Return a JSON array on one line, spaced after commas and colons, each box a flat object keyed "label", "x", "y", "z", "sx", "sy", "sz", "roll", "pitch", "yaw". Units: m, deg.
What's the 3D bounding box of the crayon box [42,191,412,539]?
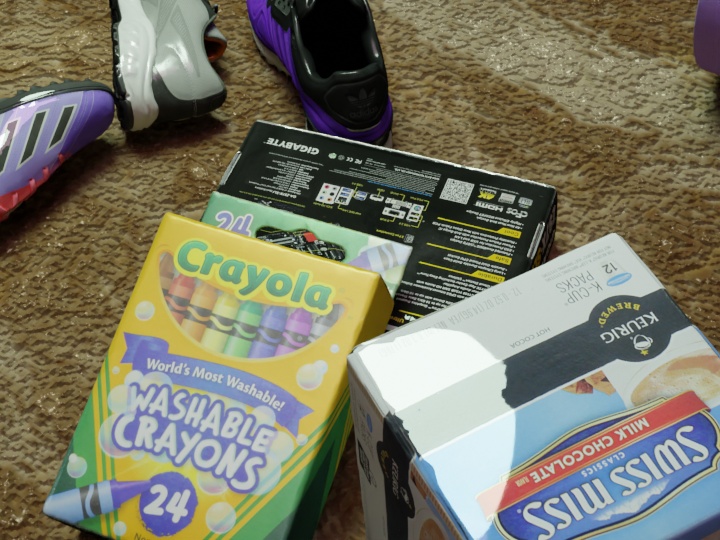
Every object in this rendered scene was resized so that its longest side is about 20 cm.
[{"label": "crayon box", "x": -0.065, "y": 0.054, "z": 0.680, "sx": 0.125, "sy": 0.052, "sz": 0.201, "roll": 16, "pitch": 74, "yaw": 16}]

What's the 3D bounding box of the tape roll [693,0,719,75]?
[{"label": "tape roll", "x": 0.280, "y": -0.211, "z": 0.821, "sx": 0.065, "sy": 0.201, "sz": 0.200, "roll": 24, "pitch": 56, "yaw": 23}]

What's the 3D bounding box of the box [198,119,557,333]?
[{"label": "box", "x": 0.000, "y": 0.000, "z": 0.766, "sx": 0.199, "sy": 0.049, "sz": 0.160, "roll": 13, "pitch": 55, "yaw": 14}]

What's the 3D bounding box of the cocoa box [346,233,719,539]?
[{"label": "cocoa box", "x": 0.084, "y": 0.112, "z": 0.568, "sx": 0.133, "sy": 0.201, "sz": 0.131, "roll": -22, "pitch": 53, "yaw": -15}]

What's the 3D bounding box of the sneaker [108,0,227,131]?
[{"label": "sneaker", "x": -0.136, "y": -0.178, "z": 0.915, "sx": 0.079, "sy": 0.074, "sz": 0.201, "roll": -4, "pitch": 56, "yaw": -11}]

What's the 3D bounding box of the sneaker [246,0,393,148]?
[{"label": "sneaker", "x": -0.025, "y": -0.163, "z": 0.866, "sx": 0.069, "sy": 0.100, "sz": 0.201, "roll": -17, "pitch": 52, "yaw": -13}]

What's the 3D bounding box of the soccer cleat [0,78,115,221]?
[{"label": "soccer cleat", "x": -0.235, "y": -0.053, "z": 0.823, "sx": 0.199, "sy": 0.068, "sz": 0.073, "roll": -28, "pitch": 71, "yaw": -18}]
